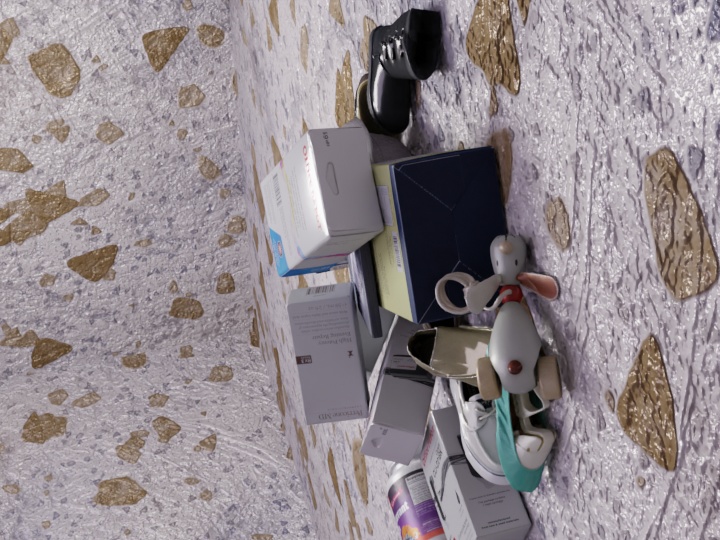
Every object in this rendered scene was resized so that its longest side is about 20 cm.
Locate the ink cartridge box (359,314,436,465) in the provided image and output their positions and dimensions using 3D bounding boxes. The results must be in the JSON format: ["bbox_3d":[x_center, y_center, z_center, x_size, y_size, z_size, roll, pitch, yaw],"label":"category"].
[{"bbox_3d":[0.067,0.177,1.526,0.145,0.083,0.201,103,-178,-61],"label":"ink cartridge box"}]

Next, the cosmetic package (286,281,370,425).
[{"bbox_3d":[-0.046,0.125,1.501,0.074,0.101,0.202,-80,-19,-72],"label":"cosmetic package"}]

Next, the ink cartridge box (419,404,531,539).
[{"bbox_3d":[0.157,0.308,1.413,0.145,0.083,0.201,97,160,-51],"label":"ink cartridge box"}]

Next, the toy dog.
[{"bbox_3d":[0.167,0.056,1.124,0.201,0.131,0.096,65,-174,18],"label":"toy dog"}]

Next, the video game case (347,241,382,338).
[{"bbox_3d":[0.000,0.000,1.448,0.200,0.019,0.144,-116,16,-74],"label":"video game case"}]

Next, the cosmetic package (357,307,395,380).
[{"bbox_3d":[0.019,0.076,1.626,0.102,0.071,0.201,104,-172,-69],"label":"cosmetic package"}]

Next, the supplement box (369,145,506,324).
[{"bbox_3d":[0.092,-0.050,1.300,0.200,0.133,0.202,-159,59,-76],"label":"supplement box"}]

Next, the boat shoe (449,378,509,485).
[{"bbox_3d":[0.166,0.187,1.324,0.066,0.071,0.201,86,175,-46],"label":"boat shoe"}]

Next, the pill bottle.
[{"bbox_3d":[0.106,0.381,1.631,0.112,0.110,0.201,94,161,-47],"label":"pill bottle"}]

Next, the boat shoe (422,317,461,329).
[{"bbox_3d":[0.101,0.010,1.442,0.060,0.071,0.202,-147,43,-86],"label":"boat shoe"}]

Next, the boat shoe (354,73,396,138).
[{"bbox_3d":[0.024,-0.225,1.628,0.066,0.071,0.202,-97,2,-56],"label":"boat shoe"}]

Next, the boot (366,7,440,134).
[{"bbox_3d":[0.066,-0.278,1.419,0.200,0.065,0.166,-162,60,-71],"label":"boot"}]

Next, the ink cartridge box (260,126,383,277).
[{"bbox_3d":[-0.055,-0.088,1.334,0.200,0.084,0.146,146,114,-63],"label":"ink cartridge box"}]

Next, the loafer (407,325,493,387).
[{"bbox_3d":[0.127,0.110,1.303,0.199,0.068,0.076,-12,63,58],"label":"loafer"}]

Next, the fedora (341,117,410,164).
[{"bbox_3d":[0.027,-0.145,1.531,0.200,0.089,0.179,-137,44,-62],"label":"fedora"}]

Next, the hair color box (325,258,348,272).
[{"bbox_3d":[-0.045,-0.104,1.645,0.061,0.099,0.202,91,169,-82],"label":"hair color box"}]

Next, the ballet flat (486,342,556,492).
[{"bbox_3d":[0.197,0.176,1.190,0.070,0.067,0.202,0,103,58],"label":"ballet flat"}]
